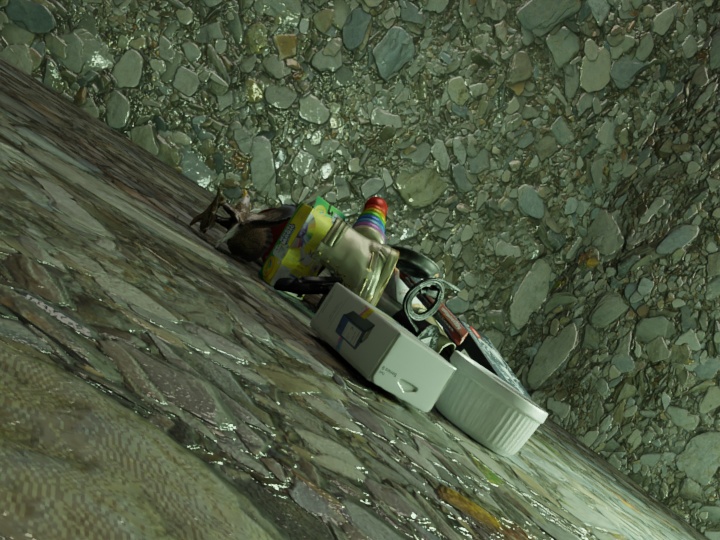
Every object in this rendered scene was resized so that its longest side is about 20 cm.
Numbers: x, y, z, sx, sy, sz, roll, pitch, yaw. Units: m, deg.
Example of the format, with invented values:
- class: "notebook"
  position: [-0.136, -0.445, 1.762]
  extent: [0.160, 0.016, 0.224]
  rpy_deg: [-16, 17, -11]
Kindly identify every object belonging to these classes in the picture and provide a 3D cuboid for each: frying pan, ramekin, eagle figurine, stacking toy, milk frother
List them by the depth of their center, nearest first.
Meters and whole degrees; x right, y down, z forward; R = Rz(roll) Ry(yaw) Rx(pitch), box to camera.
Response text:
- class: "ramekin"
  position: [0.224, 0.242, 1.301]
  extent: [0.198, 0.106, 0.200]
  rpy_deg: [34, 1, 0]
- class: "frying pan"
  position: [0.122, 0.003, 1.491]
  extent: [0.113, 0.031, 0.190]
  rpy_deg: [14, -20, 37]
- class: "eagle figurine"
  position: [-0.230, -0.099, 1.511]
  extent: [0.198, 0.154, 0.151]
  rpy_deg: [24, -5, -33]
- class: "milk frother"
  position: [0.071, 0.078, 1.514]
  extent: [0.187, 0.202, 0.180]
  rpy_deg: [33, 5, 30]
- class: "stacking toy"
  position: [0.025, -0.100, 1.587]
  extent: [0.085, 0.086, 0.201]
  rpy_deg: [32, 32, -8]

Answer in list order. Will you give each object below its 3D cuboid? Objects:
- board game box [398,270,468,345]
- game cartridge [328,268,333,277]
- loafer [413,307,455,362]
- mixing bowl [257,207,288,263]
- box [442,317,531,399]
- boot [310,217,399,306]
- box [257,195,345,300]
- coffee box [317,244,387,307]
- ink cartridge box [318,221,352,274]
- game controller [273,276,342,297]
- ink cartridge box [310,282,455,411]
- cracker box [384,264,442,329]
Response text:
- class: "board game box"
  position: [0.153, 0.072, 1.554]
  extent: [0.201, 0.019, 0.103]
  rpy_deg: [49, -9, 13]
- class: "game cartridge"
  position: [0.000, 0.000, 1.522]
  extent: [0.127, 0.039, 0.200]
  rpy_deg: [-1, -6, 0]
- class: "loafer"
  position: [0.170, 0.166, 1.587]
  extent: [0.075, 0.068, 0.203]
  rpy_deg: [-12, 70, -38]
- class: "mixing bowl"
  position: [-0.161, -0.052, 1.698]
  extent: [0.196, 0.111, 0.201]
  rpy_deg: [8, -22, 3]
- class: "box"
  position: [0.282, 0.239, 1.718]
  extent: [0.181, 0.104, 0.201]
  rpy_deg: [33, 20, -51]
- class: "boot"
  position: [-0.032, 0.016, 1.376]
  extent: [0.153, 0.203, 0.072]
  rpy_deg: [29, -12, -4]
- class: "box"
  position: [-0.116, -0.051, 1.488]
  extent: [0.048, 0.202, 0.117]
  rpy_deg: [33, 1, 38]
- class: "coffee box"
  position: [-0.015, 0.013, 1.680]
  extent: [0.079, 0.202, 0.114]
  rpy_deg: [32, 1, -2]
- class: "ink cartridge box"
  position: [-0.094, -0.029, 1.598]
  extent: [0.039, 0.200, 0.099]
  rpy_deg: [48, 6, 13]
- class: "game controller"
  position: [-0.076, 0.033, 1.458]
  extent: [0.198, 0.043, 0.103]
  rpy_deg: [1, -5, -44]
- class: "ink cartridge box"
  position: [0.032, 0.119, 1.136]
  extent: [0.144, 0.088, 0.200]
  rpy_deg: [34, 3, -36]
- class: "cracker box"
  position: [0.120, 0.086, 1.667]
  extent: [0.132, 0.205, 0.057]
  rpy_deg: [3, -11, -35]
